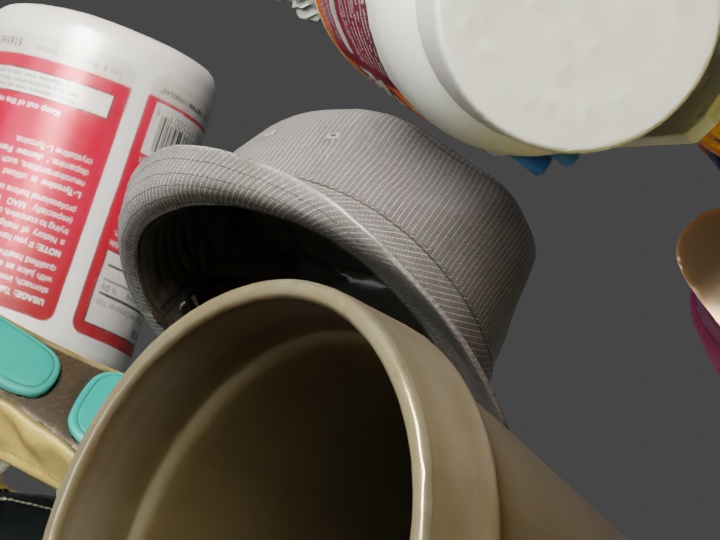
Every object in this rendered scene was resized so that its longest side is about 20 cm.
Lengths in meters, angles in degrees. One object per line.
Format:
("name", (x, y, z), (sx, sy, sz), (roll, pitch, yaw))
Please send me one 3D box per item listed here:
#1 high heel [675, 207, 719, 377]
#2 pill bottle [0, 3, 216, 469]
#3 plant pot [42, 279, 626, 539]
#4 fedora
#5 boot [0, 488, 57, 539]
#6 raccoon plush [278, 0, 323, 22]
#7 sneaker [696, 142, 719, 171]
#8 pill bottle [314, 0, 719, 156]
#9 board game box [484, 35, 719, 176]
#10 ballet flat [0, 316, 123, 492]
("high heel", (0.170, 0.070, 0.879), (0.067, 0.096, 0.200), (-39, 65, 6))
("pill bottle", (-0.147, -0.012, 1.218), (0.112, 0.112, 0.201), (8, 77, 50))
("plant pot", (0.010, 0.124, 0.919), (0.199, 0.173, 0.201), (-24, 54, 39))
("fedora", (0.000, 0.000, 1.035), (0.199, 0.177, 0.090), (2, 43, 49))
("boot", (-0.221, 0.121, 1.202), (0.203, 0.153, 0.074), (-7, 66, 47))
("raccoon plush", (0.008, -0.227, 1.176), (0.200, 0.096, 0.134), (-44, 28, 34))
("sneaker", (0.198, -0.080, 0.900), (0.200, 0.075, 0.079), (-45, 51, 36))
("pill bottle", (0.049, -0.098, 0.887), (0.110, 0.109, 0.200), (-61, 14, 5))
("board game box", (0.137, -0.120, 0.930), (0.201, 0.026, 0.200), (-56, 14, -9))
("ballet flat", (-0.130, 0.067, 1.127), (0.069, 0.199, 0.063), (-52, -10, -55))
